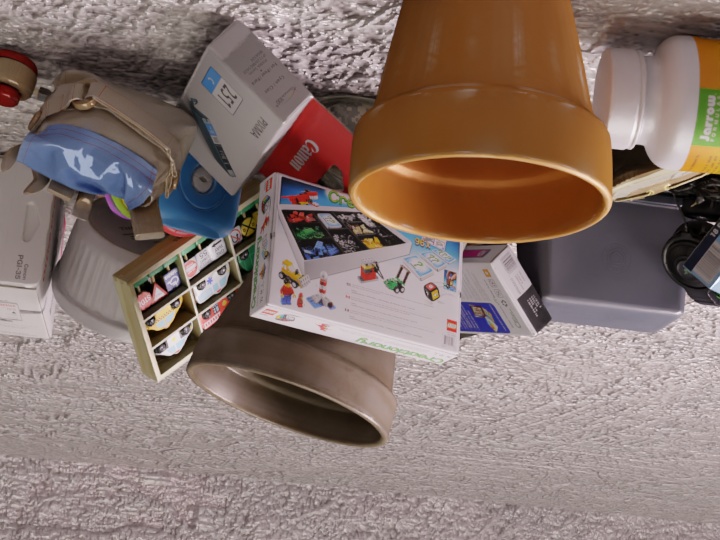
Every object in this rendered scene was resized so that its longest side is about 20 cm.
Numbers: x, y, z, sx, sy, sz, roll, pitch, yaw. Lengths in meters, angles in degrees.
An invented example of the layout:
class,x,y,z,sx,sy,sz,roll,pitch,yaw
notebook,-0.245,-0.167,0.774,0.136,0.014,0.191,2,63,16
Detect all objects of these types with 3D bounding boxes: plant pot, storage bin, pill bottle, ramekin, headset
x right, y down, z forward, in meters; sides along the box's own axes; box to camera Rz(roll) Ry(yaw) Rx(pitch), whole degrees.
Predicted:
class,x,y,z,sx,sy,sz,roll,pitch,yaw
plant pot,0.095,-0.138,1.258,0.199,0.184,0.200,4,163,1
storage bin,0.250,-0.012,1.725,0.199,0.135,0.146,8,162,-11
pill bottle,0.297,-0.135,1.351,0.199,0.112,0.111,4,163,-2
ramekin,-0.227,-0.007,1.760,0.201,0.095,0.203,13,-154,-7
headset,0.355,-0.042,1.626,0.094,0.124,0.200,6,157,37
plant pot,-0.041,0.050,1.534,0.199,0.174,0.200,18,162,6

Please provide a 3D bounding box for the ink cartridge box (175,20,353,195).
class,x,y,z,sx,sy,sz,roll,pitch,yaw
ink cartridge box,-0.081,-0.113,1.457,0.176,0.045,0.200,44,157,-1

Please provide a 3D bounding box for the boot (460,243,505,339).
class,x,y,z,sx,sy,sz,roll,pitch,yaw
boot,0.129,0.006,1.789,0.077,0.139,0.200,-36,-169,-24

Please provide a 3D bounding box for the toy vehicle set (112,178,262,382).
class,x,y,z,sx,sy,sz,roll,pitch,yaw
toy vehicle set,-0.158,0.008,1.681,0.026,0.200,0.125,21,137,40

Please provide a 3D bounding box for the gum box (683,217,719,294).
class,x,y,z,sx,sy,sz,roll,pitch,yaw
gum box,0.428,-0.035,1.592,0.200,0.170,0.045,21,-160,-46

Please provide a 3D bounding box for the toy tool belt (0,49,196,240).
class,x,y,z,sx,sy,sz,roll,pitch,yaw
toy tool belt,-0.254,-0.109,1.459,0.199,0.123,0.125,20,157,-9

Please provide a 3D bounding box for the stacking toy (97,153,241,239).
class,x,y,z,sx,sy,sz,roll,pitch,yaw
stacking toy,-0.219,-0.089,1.654,0.116,0.110,0.199,16,170,-42

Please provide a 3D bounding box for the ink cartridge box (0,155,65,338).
class,x,y,z,sx,sy,sz,roll,pitch,yaw
ink cartridge box,-0.373,-0.024,1.782,0.082,0.147,0.200,6,162,-5

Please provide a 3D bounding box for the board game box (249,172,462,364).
class,x,y,z,sx,sy,sz,roll,pitch,yaw
board game box,0.000,0.000,1.453,0.199,0.127,0.035,16,154,-27

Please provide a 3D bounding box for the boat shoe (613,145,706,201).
class,x,y,z,sx,sy,sz,roll,pitch,yaw
boat shoe,0.255,-0.095,1.555,0.199,0.074,0.066,-11,152,39

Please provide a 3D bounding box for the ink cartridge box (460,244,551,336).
class,x,y,z,sx,sy,sz,roll,pitch,yaw
ink cartridge box,0.109,0.022,1.720,0.200,0.037,0.095,-3,124,56

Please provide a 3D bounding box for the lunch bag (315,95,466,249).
class,x,y,z,sx,sy,sz,roll,pitch,yaw
lunch bag,0.014,-0.085,1.568,0.199,0.118,0.164,10,160,-3
